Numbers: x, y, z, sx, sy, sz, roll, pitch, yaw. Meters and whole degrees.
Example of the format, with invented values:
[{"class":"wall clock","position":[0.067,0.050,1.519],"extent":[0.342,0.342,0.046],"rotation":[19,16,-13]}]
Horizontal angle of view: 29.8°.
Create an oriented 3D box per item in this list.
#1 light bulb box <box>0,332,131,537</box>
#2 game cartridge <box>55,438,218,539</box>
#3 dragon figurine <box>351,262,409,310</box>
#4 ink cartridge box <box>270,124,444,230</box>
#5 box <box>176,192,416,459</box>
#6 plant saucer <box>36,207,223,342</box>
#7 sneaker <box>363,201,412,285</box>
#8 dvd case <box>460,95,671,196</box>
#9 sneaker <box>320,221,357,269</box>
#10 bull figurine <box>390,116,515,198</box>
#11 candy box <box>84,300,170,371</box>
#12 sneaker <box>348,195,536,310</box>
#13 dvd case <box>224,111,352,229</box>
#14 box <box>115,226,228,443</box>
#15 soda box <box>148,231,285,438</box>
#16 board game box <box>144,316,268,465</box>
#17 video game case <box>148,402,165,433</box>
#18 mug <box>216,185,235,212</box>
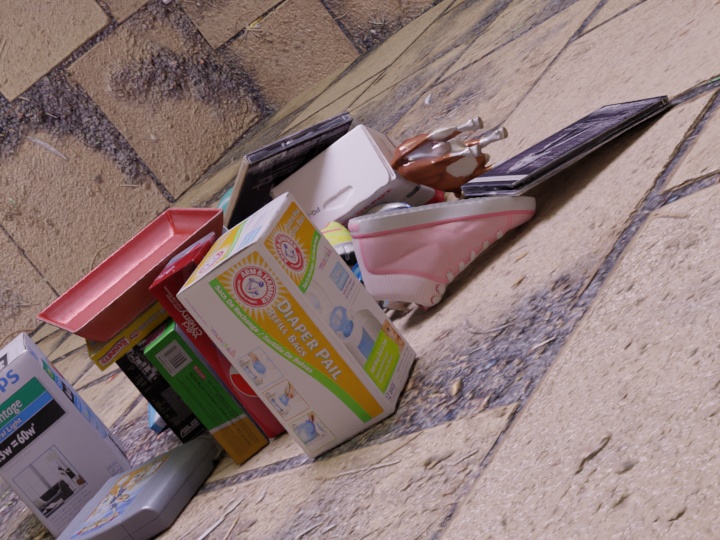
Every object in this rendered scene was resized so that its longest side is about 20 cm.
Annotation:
[{"class":"light bulb box","position":[-0.401,0.199,1.687],"extent":[0.125,0.200,0.198],"rotation":[-40,13,-9]},{"class":"game cartridge","position":[-0.246,0.253,1.441],"extent":[0.199,0.042,0.133],"rotation":[-28,12,40]},{"class":"dragon figurine","position":[0.029,0.009,1.466],"extent":[0.200,0.059,0.099],"rotation":[-43,13,-20]},{"class":"ink cartridge box","position":[0.000,-0.093,1.666],"extent":[0.144,0.085,0.200],"rotation":[-35,-15,15]},{"class":"box","position":[-0.055,0.049,1.231],"extent":[0.101,0.200,0.113],"rotation":[-32,14,26]},{"class":"plant saucer","position":[-0.242,0.007,1.452],"extent":[0.199,0.037,0.200],"rotation":[-41,19,-18]},{"class":"sneaker","position":[0.000,0.000,1.586],"extent":[0.200,0.077,0.085],"rotation":[-40,20,30]},{"class":"dvd case","position":[0.217,-0.131,1.447],"extent":[0.199,0.016,0.149],"rotation":[-29,10,-13]},{"class":"sneaker","position":[-0.089,0.007,1.541],"extent":[0.199,0.078,0.091],"rotation":[-21,44,0]},{"class":"bull figurine","position":[0.114,-0.130,1.599],"extent":[0.121,0.066,0.200],"rotation":[-22,-8,28]},{"class":"candy box","position":[-0.258,0.047,1.487],"extent":[0.102,0.026,0.200],"rotation":[-38,17,-5]},{"class":"sneaker","position":[0.090,-0.018,1.392],"extent":[0.198,0.106,0.075],"rotation":[-10,4,-13]},{"class":"dvd case","position":[-0.096,-0.109,1.649],"extent":[0.148,0.016,0.200],"rotation":[-27,-18,-27]},{"class":"box","position":[-0.186,0.074,1.602],"extent":[0.200,0.164,0.086],"rotation":[-40,13,-4]},{"class":"soda box","position":[-0.119,0.066,1.352],"extent":[0.063,0.200,0.070],"rotation":[-31,15,25]},{"class":"board game box","position":[-0.165,0.111,1.443],"extent":[0.040,0.153,0.200],"rotation":[-38,11,0]},{"class":"video game case","position":[-0.208,0.101,1.750],"extent":[0.200,0.018,0.143],"rotation":[-50,22,12]},{"class":"mug","position":[-0.118,-0.061,1.867],"extent":[0.184,0.153,0.114],"rotation":[-24,1,37]}]
